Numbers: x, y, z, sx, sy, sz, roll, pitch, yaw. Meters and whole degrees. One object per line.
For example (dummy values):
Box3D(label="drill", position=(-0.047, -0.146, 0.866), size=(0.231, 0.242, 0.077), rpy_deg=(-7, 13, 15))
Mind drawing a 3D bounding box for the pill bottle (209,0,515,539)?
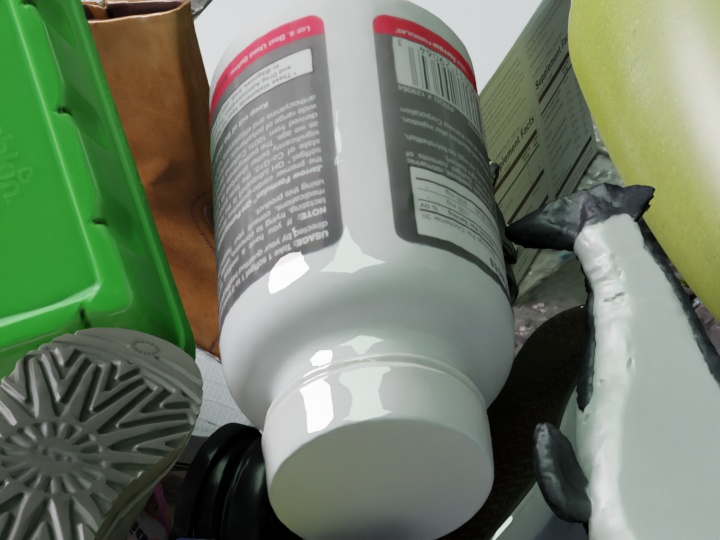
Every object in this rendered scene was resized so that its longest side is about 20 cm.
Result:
Box3D(label="pill bottle", position=(0.000, 0.000, 0.879), size=(0.110, 0.111, 0.201), rpy_deg=(-10, 50, 6))

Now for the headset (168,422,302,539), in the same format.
Box3D(label="headset", position=(-0.015, 0.106, 0.991), size=(0.122, 0.094, 0.201), rpy_deg=(-4, 46, 6))

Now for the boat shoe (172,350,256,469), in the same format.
Box3D(label="boat shoe", position=(-0.144, 0.064, 1.078), size=(0.198, 0.071, 0.072), rpy_deg=(14, 30, 10))

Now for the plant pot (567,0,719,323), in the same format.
Box3D(label="plant pot", position=(0.199, -0.056, 1.069), size=(0.185, 0.188, 0.201), rpy_deg=(-10, 43, 6))

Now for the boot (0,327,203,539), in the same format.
Box3D(label="boot", position=(-0.121, 0.141, 0.826), size=(0.072, 0.201, 0.182), rpy_deg=(20, 39, 12))

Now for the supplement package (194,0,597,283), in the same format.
Box3D(label="supplement package", position=(0.001, -0.073, 1.217), size=(0.198, 0.112, 0.156), rpy_deg=(2, 33, 25))

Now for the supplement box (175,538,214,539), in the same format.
Box3D(label="supplement box", position=(-0.043, 0.197, 0.789), size=(0.108, 0.110, 0.200), rpy_deg=(0, 33, 23))

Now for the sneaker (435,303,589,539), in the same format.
Box3D(label="sneaker", position=(0.072, 0.098, 0.924), size=(0.072, 0.085, 0.200), rpy_deg=(-6, 28, 40))

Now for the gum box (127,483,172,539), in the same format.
Box3D(label="gum box", position=(-0.177, 0.099, 1.000), size=(0.198, 0.114, 0.066), rpy_deg=(0, 32, 22))

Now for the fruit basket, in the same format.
Box3D(label="fruit basket", position=(-0.167, -0.025, 0.946), size=(0.154, 0.217, 0.216), rpy_deg=(-18, 30, -8))

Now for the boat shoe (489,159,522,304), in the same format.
Box3D(label="boat shoe", position=(0.040, 0.005, 1.022), size=(0.060, 0.076, 0.200), rpy_deg=(15, 35, 9))

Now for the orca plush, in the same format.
Box3D(label="orca plush", position=(0.096, 0.068, 0.862), size=(0.104, 0.071, 0.201), rpy_deg=(-12, 59, -25))

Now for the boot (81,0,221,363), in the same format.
Box3D(label="boot", position=(-0.059, -0.041, 1.098), size=(0.187, 0.201, 0.068), rpy_deg=(12, 38, 36))
